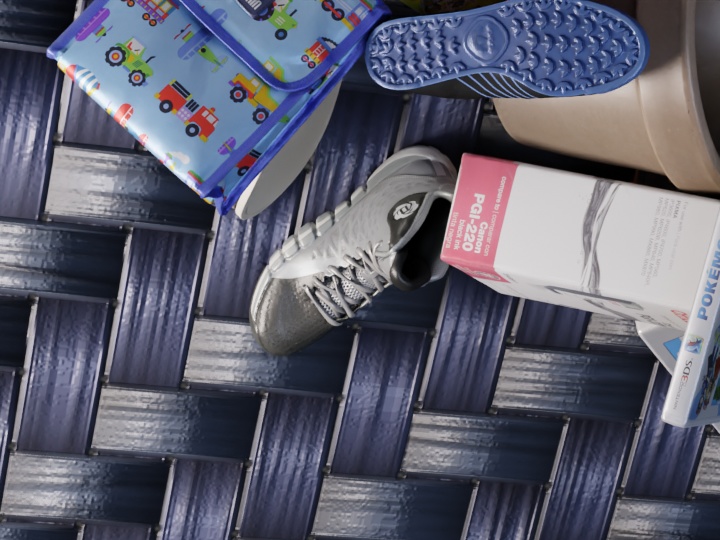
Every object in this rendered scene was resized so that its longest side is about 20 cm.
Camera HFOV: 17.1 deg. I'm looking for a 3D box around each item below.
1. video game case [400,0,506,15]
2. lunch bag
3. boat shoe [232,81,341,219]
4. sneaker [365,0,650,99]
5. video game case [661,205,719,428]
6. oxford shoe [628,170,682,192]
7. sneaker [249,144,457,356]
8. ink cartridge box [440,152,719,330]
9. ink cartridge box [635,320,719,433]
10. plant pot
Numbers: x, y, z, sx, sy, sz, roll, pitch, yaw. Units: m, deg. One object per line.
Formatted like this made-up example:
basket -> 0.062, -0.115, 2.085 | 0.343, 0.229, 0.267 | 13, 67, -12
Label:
video game case -> 0.085, -0.250, 1.597 | 0.200, 0.026, 0.181 | -34, 140, 25
lunch bag -> -0.087, -0.165, 1.646 | 0.151, 0.094, 0.200 | 42, 89, 9
boat shoe -> -0.056, -0.132, 1.719 | 0.063, 0.073, 0.200 | 34, 113, 18
sneaker -> 0.106, -0.150, 1.617 | 0.200, 0.078, 0.070 | 3, 96, 25
video game case -> 0.268, 0.016, 1.659 | 0.022, 0.200, 0.183 | 17, 96, 23
oxford shoe -> 0.241, -0.088, 1.794 | 0.071, 0.073, 0.200 | -3, 114, -13
sneaker -> 0.000, 0.000, 1.750 | 0.075, 0.116, 0.200 | 38, 100, -26
ink cartridge box -> 0.177, -0.015, 1.714 | 0.200, 0.146, 0.085 | 10, 84, 23
ink cartridge box -> 0.326, 0.049, 1.835 | 0.176, 0.045, 0.200 | -23, 139, 19
plant pot -> 0.189, -0.151, 1.686 | 0.174, 0.200, 0.200 | 0, 122, 30
